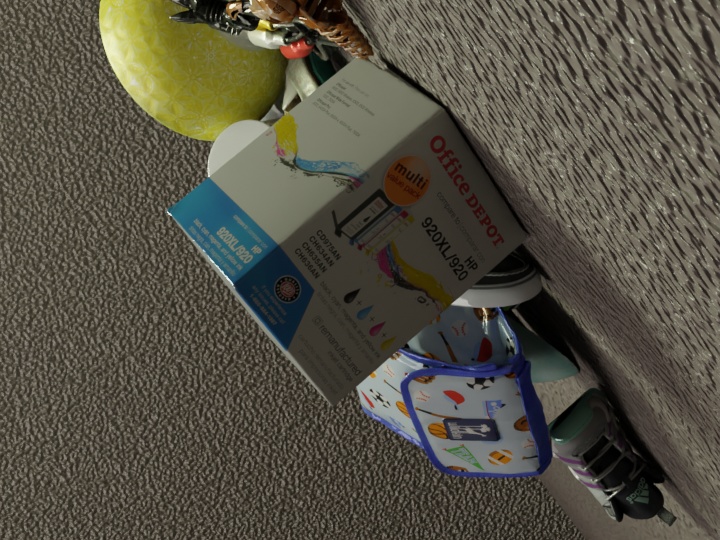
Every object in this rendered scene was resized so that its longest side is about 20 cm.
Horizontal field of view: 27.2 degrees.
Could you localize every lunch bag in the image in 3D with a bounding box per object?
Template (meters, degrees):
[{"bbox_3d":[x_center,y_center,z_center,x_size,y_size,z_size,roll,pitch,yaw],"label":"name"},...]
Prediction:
[{"bbox_3d":[0.076,0.089,1.324,0.200,0.124,0.170,29,154,35],"label":"lunch bag"}]

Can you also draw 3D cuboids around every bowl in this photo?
[{"bbox_3d":[-0.133,-0.234,1.405,0.108,0.200,0.200,-29,103,44],"label":"bowl"}]

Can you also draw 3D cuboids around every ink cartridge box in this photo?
[{"bbox_3d":[-0.009,-0.035,1.135,0.147,0.200,0.145,53,174,-35],"label":"ink cartridge box"}]

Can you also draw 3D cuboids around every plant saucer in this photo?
[{"bbox_3d":[0.118,0.065,1.464,0.201,0.039,0.201,31,173,4],"label":"plant saucer"}]

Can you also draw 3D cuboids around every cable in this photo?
[{"bbox_3d":[-0.048,-0.195,1.264,0.097,0.050,0.200,34,-177,-26],"label":"cable"}]

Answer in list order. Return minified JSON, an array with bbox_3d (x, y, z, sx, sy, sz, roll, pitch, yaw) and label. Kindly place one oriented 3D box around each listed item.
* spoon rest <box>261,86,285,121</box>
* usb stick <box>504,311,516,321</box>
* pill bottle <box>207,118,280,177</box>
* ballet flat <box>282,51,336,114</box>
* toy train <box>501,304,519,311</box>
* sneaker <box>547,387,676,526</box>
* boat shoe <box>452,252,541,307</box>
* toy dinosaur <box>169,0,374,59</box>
[{"bbox_3d":[-0.122,-0.196,1.517,0.200,0.099,0.061,37,146,-25],"label":"spoon rest"},{"bbox_3d":[0.128,0.028,1.642,0.200,0.033,0.055,50,-175,26],"label":"usb stick"},{"bbox_3d":[-0.065,-0.086,1.454,0.111,0.111,0.200,51,-167,22],"label":"pill bottle"},{"bbox_3d":[-0.041,-0.142,1.358,0.067,0.062,0.200,46,-164,-46],"label":"ballet flat"},{"bbox_3d":[0.080,-0.047,1.287,0.200,0.042,0.056,52,167,-5],"label":"toy train"},{"bbox_3d":[0.245,0.188,1.411,0.140,0.078,0.200,48,-175,17],"label":"sneaker"},{"bbox_3d":[0.059,-0.018,1.241,0.200,0.069,0.057,15,125,36],"label":"boat shoe"},{"bbox_3d":[-0.074,-0.212,1.091,0.136,0.102,0.200,19,147,58],"label":"toy dinosaur"}]
